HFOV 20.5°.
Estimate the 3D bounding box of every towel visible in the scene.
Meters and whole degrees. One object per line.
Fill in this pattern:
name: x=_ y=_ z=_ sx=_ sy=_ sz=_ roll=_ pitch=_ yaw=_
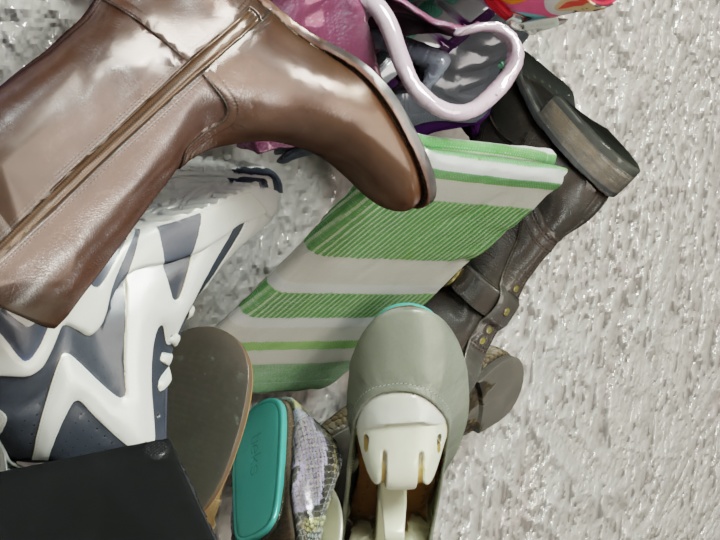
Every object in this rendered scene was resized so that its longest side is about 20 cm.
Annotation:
towel: x=0.000 y=0.000 z=1.033 sx=0.200 sy=0.024 sz=0.152 roll=-43 pitch=156 yaw=28

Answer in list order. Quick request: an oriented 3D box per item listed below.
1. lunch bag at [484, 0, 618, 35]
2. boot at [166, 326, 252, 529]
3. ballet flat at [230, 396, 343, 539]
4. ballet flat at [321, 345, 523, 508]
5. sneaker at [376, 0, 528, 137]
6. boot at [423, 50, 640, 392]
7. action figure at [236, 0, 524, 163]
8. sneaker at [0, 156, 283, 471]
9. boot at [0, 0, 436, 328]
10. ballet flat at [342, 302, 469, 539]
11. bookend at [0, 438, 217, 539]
lunch bag: x=0.075 y=-0.223 z=0.977 sx=0.200 sy=0.082 sz=0.177 roll=49 pitch=57 yaw=-25
boot: x=-0.101 y=0.123 z=1.001 sx=0.202 sy=0.073 sz=0.075 roll=-68 pitch=158 yaw=4
ballet flat: x=-0.040 y=0.159 z=1.036 sx=0.072 sy=0.071 sz=0.202 roll=61 pitch=28 yaw=-43
ballet flat: x=0.023 y=0.090 z=1.187 sx=0.199 sy=0.046 sz=0.068 roll=-27 pitch=129 yaw=-42
sneaker: x=0.063 y=-0.130 z=1.099 sx=0.199 sy=0.074 sz=0.088 roll=-38 pitch=124 yaw=-3
boot: x=0.058 y=-0.039 z=1.142 sx=0.069 sy=0.200 sz=0.174 roll=31 pitch=105 yaw=-35
action figure: x=-0.035 y=-0.145 z=0.937 sx=0.134 sy=0.148 sz=0.201 roll=-49 pitch=131 yaw=-34
sneaker: x=-0.110 y=0.032 z=0.947 sx=0.199 sy=0.079 sz=0.131 roll=-35 pitch=128 yaw=-44
boot: x=-0.082 y=-0.034 z=0.863 sx=0.186 sy=0.064 sz=0.200 roll=46 pitch=67 yaw=-15
ballet flat: x=0.022 y=0.110 z=1.078 sx=0.064 sy=0.067 sz=0.201 roll=-90 pitch=-175 yaw=-50
bookend: x=-0.163 y=0.195 z=0.870 sx=0.197 sy=0.092 sz=0.201 roll=-11 pitch=127 yaw=-19
